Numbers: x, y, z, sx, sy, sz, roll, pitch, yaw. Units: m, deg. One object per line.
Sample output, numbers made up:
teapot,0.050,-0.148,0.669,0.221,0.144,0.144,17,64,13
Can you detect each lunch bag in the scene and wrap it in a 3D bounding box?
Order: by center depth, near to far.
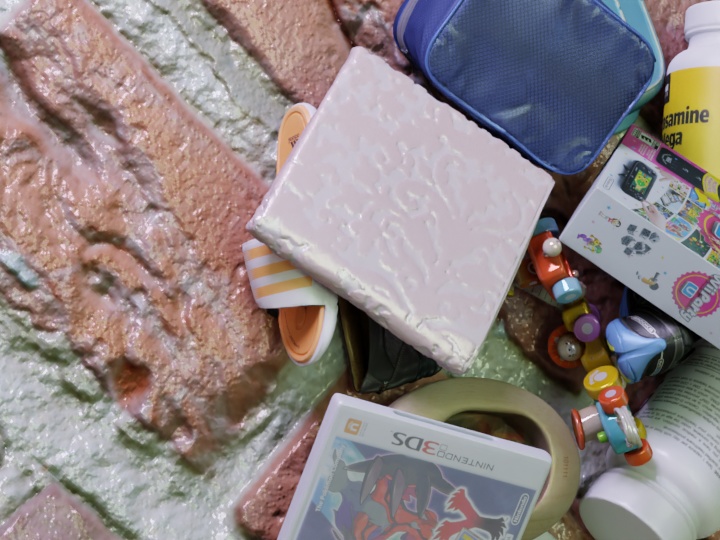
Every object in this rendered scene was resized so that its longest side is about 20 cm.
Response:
lunch bag,0.121,-0.185,1.574,0.200,0.132,0.136,37,96,-20

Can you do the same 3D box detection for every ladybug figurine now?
ladybug figurine,0.080,0.153,1.549,0.199,0.072,0.136,11,80,-29

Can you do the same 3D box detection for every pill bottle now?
pill bottle,0.277,0.151,1.637,0.113,0.113,0.200,50,63,-15
pill bottle,0.317,-0.126,1.689,0.112,0.112,0.201,8,82,-28

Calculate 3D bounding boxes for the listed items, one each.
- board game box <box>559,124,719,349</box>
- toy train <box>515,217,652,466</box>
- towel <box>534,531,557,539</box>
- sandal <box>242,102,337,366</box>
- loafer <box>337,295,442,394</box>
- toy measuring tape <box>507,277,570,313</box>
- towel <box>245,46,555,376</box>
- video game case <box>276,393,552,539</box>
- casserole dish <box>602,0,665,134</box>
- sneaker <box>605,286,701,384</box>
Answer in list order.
board game box,0.271,-0.018,1.560,0.200,0.064,0.148,34,32,2
toy train,0.171,0.066,1.566,0.055,0.150,0.201,-23,68,10
towel,0.161,0.311,1.601,0.200,0.031,0.149,43,67,-19
sandal,-0.063,-0.028,1.492,0.059,0.079,0.207,5,73,-30
loafer,0.000,0.000,1.524,0.072,0.073,0.201,-24,95,-25
toy measuring tape,0.096,0.000,1.595,0.200,0.073,0.074,22,72,-49
towel,0.034,-0.047,1.485,0.200,0.032,0.191,34,60,-11
video game case,0.029,0.207,1.480,0.182,0.023,0.201,17,104,-19
casserole dish,0.199,-0.215,1.680,0.121,0.039,0.201,-25,96,-30
sneaker,0.255,0.045,1.615,0.200,0.082,0.071,-39,110,-73
